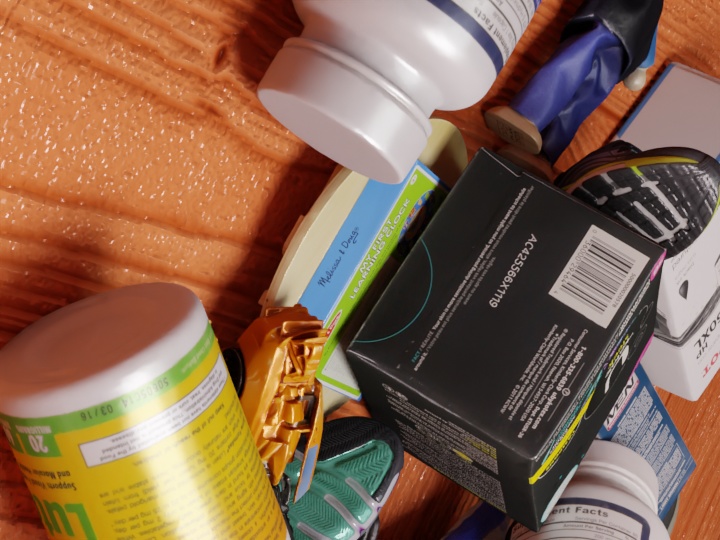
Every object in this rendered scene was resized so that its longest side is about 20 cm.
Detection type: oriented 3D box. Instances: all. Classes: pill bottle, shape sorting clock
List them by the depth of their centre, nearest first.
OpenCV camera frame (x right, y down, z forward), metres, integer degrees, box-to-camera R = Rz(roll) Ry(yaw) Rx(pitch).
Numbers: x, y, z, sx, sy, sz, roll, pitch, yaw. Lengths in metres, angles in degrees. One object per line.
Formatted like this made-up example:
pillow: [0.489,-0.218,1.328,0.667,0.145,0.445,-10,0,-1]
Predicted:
pill bottle: [-0.098,0.118,1.074,0.111,0.111,0.201,-37,117,-38]
pill bottle: [0.034,-0.153,1.136,0.201,0.119,0.120,-59,149,-9]
shape sorting clock: [0.000,0.000,1.271,0.200,0.039,0.201,-49,158,-28]
pill bottle: [0.141,0.208,1.396,0.201,0.110,0.112,-74,164,-47]

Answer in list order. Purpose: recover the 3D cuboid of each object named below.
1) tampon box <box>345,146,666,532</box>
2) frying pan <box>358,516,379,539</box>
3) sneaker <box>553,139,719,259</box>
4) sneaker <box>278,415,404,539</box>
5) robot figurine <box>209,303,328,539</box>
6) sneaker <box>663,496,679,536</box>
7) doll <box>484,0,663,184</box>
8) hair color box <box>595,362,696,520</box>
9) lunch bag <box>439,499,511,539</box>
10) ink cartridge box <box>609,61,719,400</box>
tampon box: [0.091,0.046,1.313,0.150,0.126,0.200,-57,166,-12]
frying pan: [-0.037,0.252,1.404,0.115,0.031,0.191,-30,132,-46]
sneaker: [0.164,-0.051,1.372,0.074,0.200,0.081,45,64,-15]
sneaker: [-0.049,0.173,1.306,0.200,0.074,0.088,-45,155,-12]
robot figurine: [-0.085,0.116,1.177,0.144,0.058,0.202,1,110,-32]
sneaker: [0.175,0.189,1.640,0.200,0.074,0.107,-45,146,-28]
doll: [0.155,-0.152,1.393,0.200,0.048,0.137,-53,148,-19]
hair color box: [0.162,0.102,1.535,0.061,0.100,0.200,-55,148,-13]
lunch bag: [0.070,0.260,1.477,0.170,0.126,0.202,-37,132,-60]
ink cartridge box: [0.231,-0.024,1.566,0.145,0.084,0.200,-52,148,-20]
